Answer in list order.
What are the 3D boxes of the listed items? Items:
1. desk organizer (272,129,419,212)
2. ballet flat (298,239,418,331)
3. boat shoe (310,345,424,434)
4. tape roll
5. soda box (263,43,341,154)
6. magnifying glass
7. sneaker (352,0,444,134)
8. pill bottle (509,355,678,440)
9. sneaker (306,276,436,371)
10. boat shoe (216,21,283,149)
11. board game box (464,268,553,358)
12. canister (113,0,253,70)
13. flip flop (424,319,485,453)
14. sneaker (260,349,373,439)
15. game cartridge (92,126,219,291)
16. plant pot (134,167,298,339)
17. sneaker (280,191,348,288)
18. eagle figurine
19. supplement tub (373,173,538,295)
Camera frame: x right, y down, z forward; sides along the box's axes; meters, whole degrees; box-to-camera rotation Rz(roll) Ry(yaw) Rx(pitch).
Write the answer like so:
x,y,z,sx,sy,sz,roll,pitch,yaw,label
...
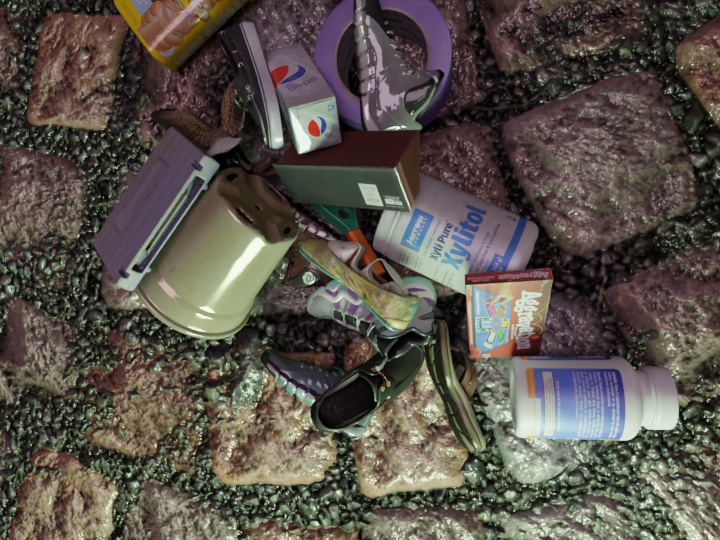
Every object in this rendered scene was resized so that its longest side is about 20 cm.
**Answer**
x,y,z,sx,sy,sz,roll,pitch,yaw,label
-0.012,-0.137,0.688,0.199,0.072,0.077,10,54,34,desk organizer
0.000,0.000,0.712,0.200,0.071,0.071,40,98,20,ballet flat
0.018,0.170,0.753,0.201,0.063,0.074,-31,84,-17,boat shoe
0.037,-0.303,0.762,0.199,0.085,0.201,0,91,10,tape roll
-0.085,-0.245,0.714,0.063,0.068,0.200,-17,45,-8,soda box
-0.022,-0.077,0.774,0.201,0.079,0.022,61,145,14,magnifying glass
0.053,-0.280,0.687,0.115,0.075,0.201,-4,100,6,sneaker
0.311,0.174,0.702,0.199,0.112,0.113,-1,91,11,pill bottle
0.013,0.083,0.745,0.199,0.078,0.140,-8,51,12,sneaker
-0.154,-0.257,0.721,0.056,0.069,0.201,-15,75,-10,boat shoe
0.196,0.065,0.692,0.102,0.200,0.020,-5,54,11,board game box
-0.278,-0.443,0.821,0.200,0.087,0.149,-38,84,11,canister
0.148,0.166,0.757,0.057,0.081,0.201,-20,85,-14,flip flop
-0.059,0.171,0.804,0.200,0.074,0.088,38,81,0,sneaker
-0.276,-0.087,0.683,0.200,0.038,0.130,-54,45,4,game cartridge
-0.191,-0.035,0.726,0.183,0.200,0.201,-41,83,28,plant pot
-0.109,-0.039,0.800,0.200,0.076,0.116,37,100,8,sneaker
-0.218,-0.215,0.788,0.151,0.151,0.201,-33,80,43,eagle figurine
0.132,-0.045,0.723,0.199,0.132,0.133,25,95,9,supplement tub
